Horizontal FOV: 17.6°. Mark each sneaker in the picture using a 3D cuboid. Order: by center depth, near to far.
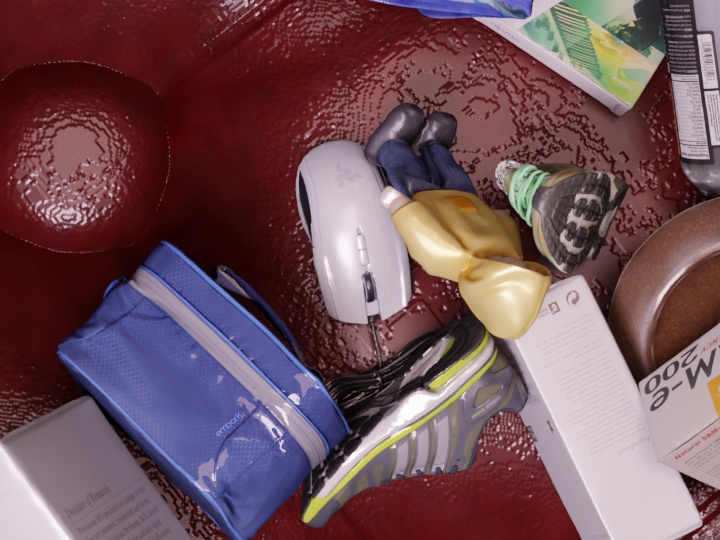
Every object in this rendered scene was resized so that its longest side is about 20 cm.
[{"bbox_3d":[0.036,0.124,1.662,0.200,0.074,0.081,-41,109,18],"label":"sneaker"},{"bbox_3d":[0.131,-0.048,1.670,0.088,0.200,0.077,23,94,13],"label":"sneaker"}]

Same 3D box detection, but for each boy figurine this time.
[{"bbox_3d":[0.069,-0.033,1.652,0.124,0.200,0.065,14,122,-37],"label":"boy figurine"}]

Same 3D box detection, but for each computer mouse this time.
[{"bbox_3d":[0.000,0.000,1.709,0.109,0.044,0.201,-14,85,-8],"label":"computer mouse"}]

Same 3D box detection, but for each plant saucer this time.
[{"bbox_3d":[0.281,0.042,1.698,0.199,0.035,0.201,-2,115,-4],"label":"plant saucer"}]

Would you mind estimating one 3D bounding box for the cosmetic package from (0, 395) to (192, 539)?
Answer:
[{"bbox_3d":[-0.213,0.223,1.566,0.167,0.166,0.200,-37,88,16],"label":"cosmetic package"}]

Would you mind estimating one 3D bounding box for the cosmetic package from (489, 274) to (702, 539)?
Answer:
[{"bbox_3d":[0.165,0.110,1.690,0.074,0.102,0.201,-24,85,-9],"label":"cosmetic package"}]

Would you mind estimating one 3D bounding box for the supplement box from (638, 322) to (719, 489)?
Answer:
[{"bbox_3d":[0.313,0.107,1.652,0.199,0.126,0.074,26,39,-35],"label":"supplement box"}]

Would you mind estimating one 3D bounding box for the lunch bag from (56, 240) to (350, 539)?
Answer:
[{"bbox_3d":[-0.108,0.075,1.628,0.132,0.136,0.200,-44,72,-11],"label":"lunch bag"}]

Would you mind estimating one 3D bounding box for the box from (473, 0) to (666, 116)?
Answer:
[{"bbox_3d":[0.194,-0.240,1.770,0.144,0.036,0.201,33,81,-3],"label":"box"}]

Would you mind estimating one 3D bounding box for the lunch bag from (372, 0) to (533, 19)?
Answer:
[{"bbox_3d":[0.047,-0.284,1.710,0.199,0.127,0.171,11,81,4],"label":"lunch bag"}]

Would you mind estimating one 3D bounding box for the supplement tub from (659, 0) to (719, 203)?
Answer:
[{"bbox_3d":[0.289,-0.140,1.714,0.122,0.123,0.201,-11,101,-9],"label":"supplement tub"}]
